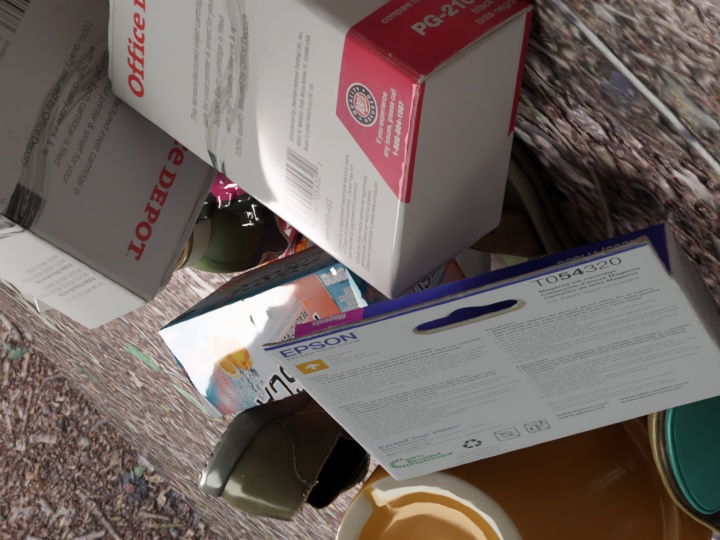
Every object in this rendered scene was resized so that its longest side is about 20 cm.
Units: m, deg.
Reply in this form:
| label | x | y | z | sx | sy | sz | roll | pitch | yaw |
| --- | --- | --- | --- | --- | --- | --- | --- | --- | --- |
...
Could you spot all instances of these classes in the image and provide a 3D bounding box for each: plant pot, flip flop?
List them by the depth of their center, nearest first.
| label | x | y | z | sx | sy | sz | roll | pitch | yaw |
| --- | --- | --- | --- | --- | --- | --- | --- | --- | --- |
| flip flop | 0.066 | -0.026 | 1.433 | 0.200 | 0.058 | 0.081 | 55 | 164 | -22 |
| plant pot | 0.080 | 0.151 | 1.535 | 0.200 | 0.201 | 0.183 | 38 | -154 | 14 |

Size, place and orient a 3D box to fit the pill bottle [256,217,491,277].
| label | x | y | z | sx | sy | sz | roll | pitch | yaw |
| --- | --- | --- | --- | --- | --- | --- | --- | --- | --- |
| pill bottle | 0.000 | 0.000 | 1.631 | 0.113 | 0.113 | 0.200 | 43 | 168 | -9 |

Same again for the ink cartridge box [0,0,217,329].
| label | x | y | z | sx | sy | sz | roll | pitch | yaw |
| --- | --- | --- | --- | --- | --- | --- | --- | --- | --- |
| ink cartridge box | -0.176 | -0.082 | 1.369 | 0.200 | 0.146 | 0.083 | 32 | 152 | -20 |

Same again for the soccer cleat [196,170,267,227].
| label | x | y | z | sx | sy | sz | roll | pitch | yaw |
| --- | --- | --- | --- | --- | --- | --- | --- | --- | --- |
| soccer cleat | -0.056 | -0.073 | 1.434 | 0.070 | 0.087 | 0.200 | 2 | 176 | -21 |

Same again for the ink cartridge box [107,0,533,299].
| label | x | y | z | sx | sy | sz | roll | pitch | yaw |
| --- | --- | --- | --- | --- | --- | --- | --- | --- | --- |
| ink cartridge box | -0.024 | -0.105 | 1.279 | 0.200 | 0.084 | 0.145 | 36 | 142 | 26 |

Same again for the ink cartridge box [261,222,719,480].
| label | x | y | z | sx | sy | sz | roll | pitch | yaw |
| --- | --- | --- | --- | --- | --- | --- | --- | --- | --- |
| ink cartridge box | 0.074 | 0.034 | 1.324 | 0.200 | 0.196 | 0.043 | 50 | -152 | -58 |

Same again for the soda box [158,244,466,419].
| label | x | y | z | sx | sy | sz | roll | pitch | yaw |
| --- | --- | --- | --- | --- | --- | --- | --- | --- | --- |
| soda box | -0.026 | 0.025 | 1.470 | 0.200 | 0.068 | 0.064 | -21 | 103 | 54 |

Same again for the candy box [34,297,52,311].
| label | x | y | z | sx | sy | sz | roll | pitch | yaw |
| --- | --- | --- | --- | --- | --- | --- | --- | --- | --- |
| candy box | -0.183 | -0.076 | 1.726 | 0.200 | 0.071 | 0.168 | -67 | -39 | -80 |

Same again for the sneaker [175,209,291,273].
| label | x | y | z | sx | sy | sz | roll | pitch | yaw |
| --- | --- | --- | --- | --- | --- | --- | --- | --- | --- |
| sneaker | -0.090 | -0.090 | 1.585 | 0.090 | 0.201 | 0.067 | 5 | 156 | -36 |

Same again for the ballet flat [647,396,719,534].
| label | x | y | z | sx | sy | sz | roll | pitch | yaw |
| --- | --- | --- | --- | --- | --- | --- | --- | --- | --- |
| ballet flat | 0.205 | 0.117 | 1.511 | 0.200 | 0.069 | 0.063 | 51 | 171 | -36 |

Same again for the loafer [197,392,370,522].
| label | x | y | z | sx | sy | sz | roll | pitch | yaw |
| --- | --- | --- | --- | --- | --- | --- | --- | --- | --- |
| loafer | -0.028 | 0.111 | 1.582 | 0.070 | 0.075 | 0.200 | 35 | -158 | 13 |
